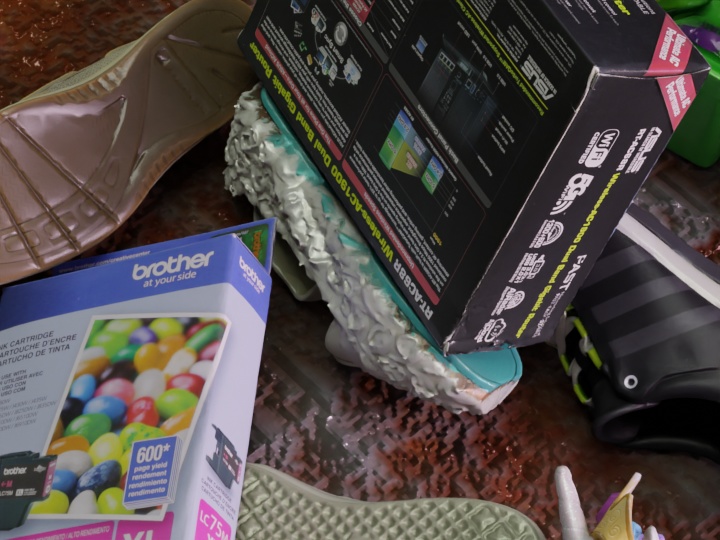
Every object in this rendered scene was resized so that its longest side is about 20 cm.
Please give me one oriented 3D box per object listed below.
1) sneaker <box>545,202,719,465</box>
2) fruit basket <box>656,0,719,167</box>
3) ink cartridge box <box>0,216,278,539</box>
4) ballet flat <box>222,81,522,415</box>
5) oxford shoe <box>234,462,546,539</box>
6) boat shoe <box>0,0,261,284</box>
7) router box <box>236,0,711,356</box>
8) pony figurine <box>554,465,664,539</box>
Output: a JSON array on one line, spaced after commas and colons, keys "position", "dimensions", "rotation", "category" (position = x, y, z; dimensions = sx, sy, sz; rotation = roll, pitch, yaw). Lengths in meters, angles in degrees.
[{"position": [0.111, 0.028, 0.941], "dimensions": [0.200, 0.072, 0.083], "rotation": [30, 60, 19], "category": "sneaker"}, {"position": [0.122, -0.165, 1.000], "dimensions": [0.215, 0.216, 0.156], "rotation": [32, 58, 20], "category": "fruit basket"}, {"position": [-0.102, 0.059, 0.908], "dimensions": [0.119, 0.042, 0.200], "rotation": [-12, 48, 24], "category": "ink cartridge box"}, {"position": [0.000, 0.000, 0.968], "dimensions": [0.072, 0.072, 0.200], "rotation": [-23, 56, -17], "category": "ballet flat"}, {"position": [-0.018, 0.120, 0.886], "dimensions": [0.200, 0.058, 0.075], "rotation": [3, 61, 20], "category": "oxford shoe"}, {"position": [-0.126, -0.054, 1.004], "dimensions": [0.200, 0.065, 0.072], "rotation": [-40, 100, -26], "category": "boat shoe"}, {"position": [0.039, -0.088, 0.914], "dimensions": [0.062, 0.150, 0.200], "rotation": [-4, 48, -36], "category": "router box"}, {"position": [0.079, 0.185, 0.765], "dimensions": [0.200, 0.167, 0.193], "rotation": [-39, 71, -18], "category": "pony figurine"}]
